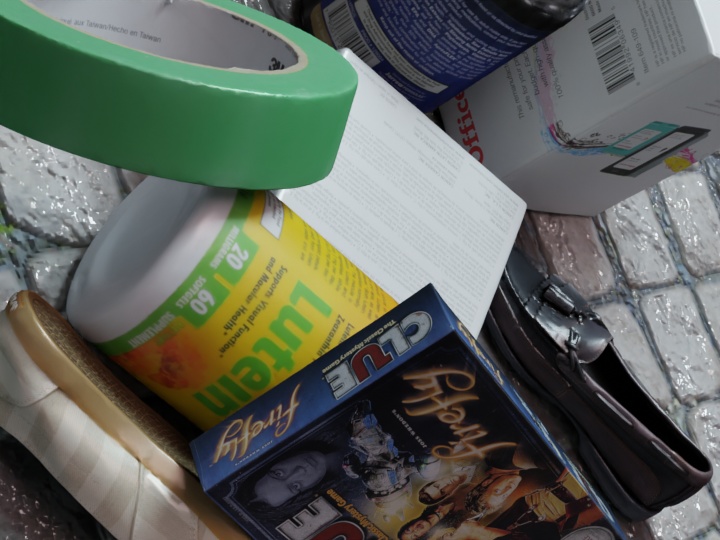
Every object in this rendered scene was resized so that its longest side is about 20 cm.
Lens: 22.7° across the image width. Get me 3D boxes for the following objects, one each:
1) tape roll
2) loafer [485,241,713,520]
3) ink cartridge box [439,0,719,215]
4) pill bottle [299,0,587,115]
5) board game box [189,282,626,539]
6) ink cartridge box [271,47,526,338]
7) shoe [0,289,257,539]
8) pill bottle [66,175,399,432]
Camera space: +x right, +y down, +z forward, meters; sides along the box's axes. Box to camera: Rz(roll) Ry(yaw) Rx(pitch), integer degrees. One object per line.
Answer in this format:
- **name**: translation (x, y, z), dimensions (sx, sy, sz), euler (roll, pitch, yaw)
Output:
- **tape roll**: translation (-0.102, -0.098, 0.854), dimensions (0.199, 0.048, 0.201), euler (16, 18, -5)
- **loafer**: translation (0.147, 0.061, 1.108), dimensions (0.200, 0.063, 0.072), euler (55, 39, -7)
- **ink cartridge box**: translation (0.162, -0.144, 1.140), dimensions (0.146, 0.200, 0.147), euler (5, 64, -47)
- **pill bottle**: translation (0.065, -0.174, 1.053), dimensions (0.112, 0.200, 0.112), euler (25, 50, -35)
- **board game box**: translation (0.029, 0.109, 0.855), dimensions (0.200, 0.135, 0.035), euler (49, 11, -41)
- **ink cartridge box**: translation (0.000, 0.000, 1.020), dimensions (0.162, 0.050, 0.201), euler (38, 62, -26)
- **shoe**: translation (-0.108, 0.095, 0.831), dimensions (0.200, 0.053, 0.070), euler (49, 0, -19)
- **pill bottle**: translation (-0.037, 0.041, 0.884), dimensions (0.200, 0.111, 0.111), euler (41, 43, -24)
